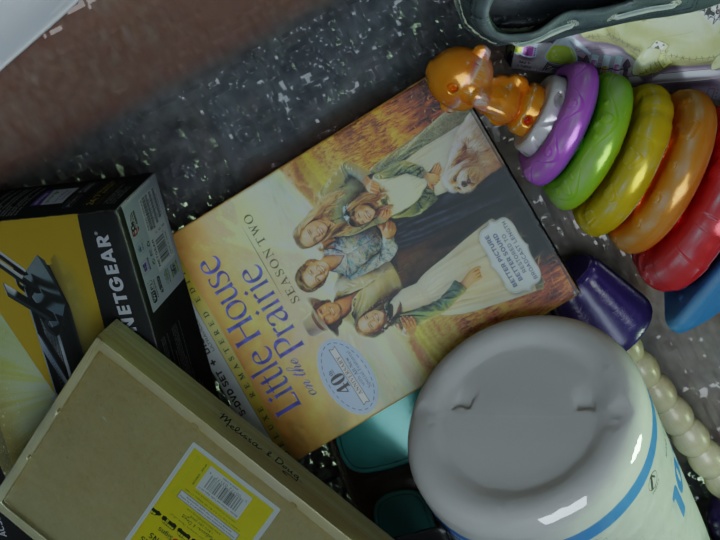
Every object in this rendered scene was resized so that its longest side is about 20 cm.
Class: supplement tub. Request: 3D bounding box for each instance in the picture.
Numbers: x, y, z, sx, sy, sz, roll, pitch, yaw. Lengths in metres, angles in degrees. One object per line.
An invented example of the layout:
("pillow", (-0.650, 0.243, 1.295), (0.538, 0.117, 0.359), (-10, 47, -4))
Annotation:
("supplement tub", (0.114, 0.129, 0.995), (0.131, 0.133, 0.200), (-25, 140, 6))

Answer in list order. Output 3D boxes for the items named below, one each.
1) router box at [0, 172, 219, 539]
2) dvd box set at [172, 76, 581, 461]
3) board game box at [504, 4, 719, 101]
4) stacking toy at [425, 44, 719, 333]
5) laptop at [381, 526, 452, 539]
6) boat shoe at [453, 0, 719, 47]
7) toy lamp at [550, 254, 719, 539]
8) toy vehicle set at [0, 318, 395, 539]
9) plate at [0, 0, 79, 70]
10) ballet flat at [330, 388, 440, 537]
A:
("router box", (-0.163, 0.054, 0.996), (0.156, 0.052, 0.201), (-5, 113, 22))
("dvd box set", (0.000, 0.000, 1.003), (0.199, 0.029, 0.147), (-30, 88, 8))
("board game box", (0.186, -0.154, 0.985), (0.198, 0.032, 0.121), (7, 106, -7))
("stacking toy", (0.123, -0.067, 0.965), (0.199, 0.110, 0.116), (24, 128, -12))
("laptop", (0.002, 0.211, 1.036), (0.115, 0.200, 0.188), (-29, 111, -9))
("boat shoe", (0.147, -0.156, 0.934), (0.198, 0.062, 0.073), (-14, 111, 2))
("toy lamp", (0.174, 0.075, 1.058), (0.058, 0.058, 0.200), (-34, 111, 9))
("toy vehicle set", (-0.084, 0.135, 0.946), (0.200, 0.027, 0.125), (38, 116, 2))
("plate", (-0.272, -0.161, 0.943), (0.200, 0.032, 0.200), (-41, 110, 11))
("ballet flat", (0.022, 0.116, 1.050), (0.070, 0.065, 0.202), (-8, 87, 7))
